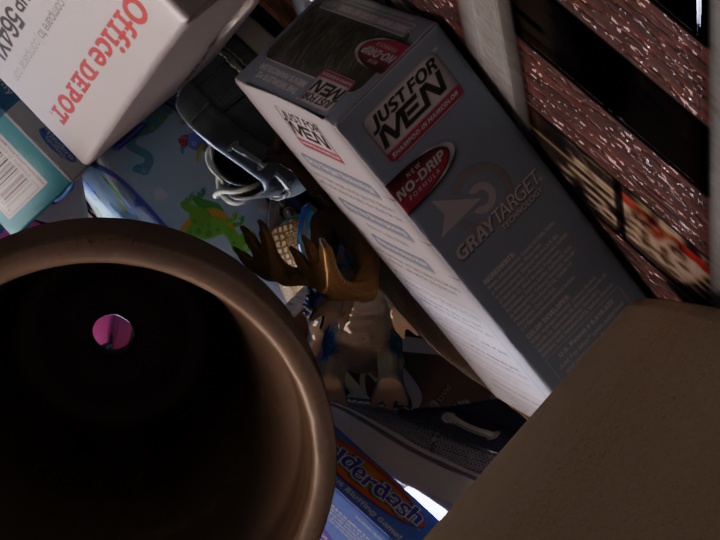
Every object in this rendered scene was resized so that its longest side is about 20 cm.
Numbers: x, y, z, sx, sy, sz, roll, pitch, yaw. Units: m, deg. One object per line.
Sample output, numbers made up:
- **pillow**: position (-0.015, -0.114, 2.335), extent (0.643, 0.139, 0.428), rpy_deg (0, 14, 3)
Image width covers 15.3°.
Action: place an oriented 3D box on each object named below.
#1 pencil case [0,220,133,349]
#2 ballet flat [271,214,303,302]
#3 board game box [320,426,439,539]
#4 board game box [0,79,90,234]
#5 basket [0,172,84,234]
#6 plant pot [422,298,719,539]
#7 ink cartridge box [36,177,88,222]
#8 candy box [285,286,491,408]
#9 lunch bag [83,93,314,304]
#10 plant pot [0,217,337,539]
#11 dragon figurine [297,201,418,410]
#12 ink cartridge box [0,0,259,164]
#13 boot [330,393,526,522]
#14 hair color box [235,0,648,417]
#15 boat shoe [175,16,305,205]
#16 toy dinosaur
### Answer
- **pencil case**: position (-0.218, 0.009, 1.456), extent (0.200, 0.094, 0.091), rpy_deg (18, -171, 3)
- **ballet flat**: position (0.014, 0.051, 1.496), extent (0.070, 0.065, 0.200), rpy_deg (-22, 127, 35)
- **board game box**: position (-0.051, 0.170, 1.339), extent (0.152, 0.200, 0.045), rpy_deg (42, -151, 9)
- **board game box**: position (-0.161, -0.121, 1.259), extent (0.151, 0.047, 0.200), rpy_deg (46, -150, -6)
- **basket**: position (-0.215, -0.106, 1.419), extent (0.176, 0.200, 0.139), rpy_deg (41, 166, 16)
- **plant pot**: position (0.147, 0.137, 0.964), extent (0.200, 0.200, 0.177), rpy_deg (47, 160, -11)
- **ink cartridge box**: position (-0.204, 0.003, 1.573), extent (0.147, 0.083, 0.200), rpy_deg (165, 96, -75)
- **candy box**: position (-0.024, 0.088, 1.425), extent (0.117, 0.200, 0.056), rpy_deg (47, 174, -10)
- **lunch bag**: position (-0.096, -0.037, 1.577), extent (0.161, 0.082, 0.200), rpy_deg (47, 171, -18)
- **plant pot**: position (-0.112, 0.053, 1.208), extent (0.200, 0.200, 0.175), rpy_deg (48, -169, -16)
- **dragon figurine**: position (0.000, 0.000, 1.306), extent (0.200, 0.059, 0.100), rpy_deg (94, 172, -47)
- **ink cartridge box**: position (-0.132, -0.160, 1.064), extent (0.200, 0.084, 0.146), rpy_deg (46, 150, 0)
- **boot**: position (0.057, 0.092, 1.338), extent (0.200, 0.090, 0.073), rpy_deg (24, 147, 40)
- **hair color box**: position (0.045, -0.019, 1.098), extent (0.200, 0.061, 0.099), rpy_deg (50, 170, -28)
- **boat shoe**: position (-0.060, -0.068, 1.339), extent (0.073, 0.062, 0.200), rpy_deg (44, 171, 9)
- **toy dinosaur**: position (0.011, -0.010, 1.170), extent (0.060, 0.106, 0.200), rpy_deg (-31, 85, 52)
